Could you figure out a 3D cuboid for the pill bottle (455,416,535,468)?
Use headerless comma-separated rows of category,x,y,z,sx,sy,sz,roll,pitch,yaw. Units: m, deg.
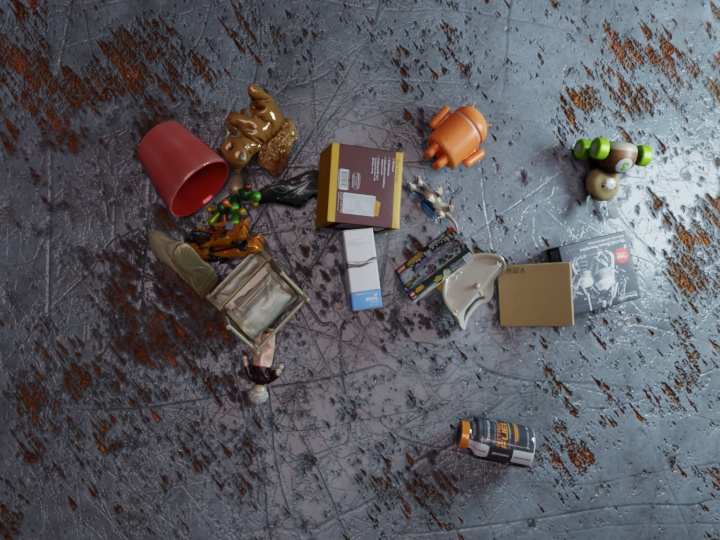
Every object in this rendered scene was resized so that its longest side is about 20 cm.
pill bottle,0.352,0.450,1.695,0.194,0.106,0.110,11,86,-3

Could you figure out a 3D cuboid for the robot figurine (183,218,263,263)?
robot figurine,-0.356,-0.076,1.662,0.195,0.146,0.060,-6,57,23

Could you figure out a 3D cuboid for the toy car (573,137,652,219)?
toy car,0.670,-0.245,1.741,0.159,0.158,0.206,6,98,-13

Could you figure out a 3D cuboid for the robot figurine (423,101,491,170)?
robot figurine,0.262,-0.358,1.733,0.199,0.117,0.144,-42,55,-4

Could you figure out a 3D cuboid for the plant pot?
plant pot,-0.467,-0.271,1.658,0.200,0.201,0.178,-43,81,-5

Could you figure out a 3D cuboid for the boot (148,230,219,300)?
boot,-0.465,-0.015,1.685,0.153,0.202,0.073,23,65,38

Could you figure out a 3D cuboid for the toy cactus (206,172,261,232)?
toy cactus,-0.339,-0.187,1.690,0.101,0.198,0.169,23,50,-34

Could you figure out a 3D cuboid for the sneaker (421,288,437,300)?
sneaker,0.211,0.002,1.730,0.200,0.071,0.073,-44,90,-5

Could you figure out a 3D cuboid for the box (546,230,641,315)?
box,0.629,0.008,1.737,0.194,0.104,0.188,-13,89,-3

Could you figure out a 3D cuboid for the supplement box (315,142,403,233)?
supplement box,-0.004,-0.211,1.678,0.194,0.132,0.204,5,86,-18

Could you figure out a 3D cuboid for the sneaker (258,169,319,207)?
sneaker,-0.191,-0.205,1.718,0.195,0.075,0.081,-19,90,-4

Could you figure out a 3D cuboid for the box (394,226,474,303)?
box,0.190,-0.017,1.679,0.198,0.138,0.040,-39,117,7

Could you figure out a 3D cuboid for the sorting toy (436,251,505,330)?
sorting toy,0.290,0.068,1.686,0.200,0.181,0.106,-46,51,-14

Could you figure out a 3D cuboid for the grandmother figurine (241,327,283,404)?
grandmother figurine,-0.258,0.253,1.700,0.118,0.060,0.206,8,89,25

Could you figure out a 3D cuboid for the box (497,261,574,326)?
box,0.465,0.066,1.711,0.195,0.021,0.169,-3,91,28

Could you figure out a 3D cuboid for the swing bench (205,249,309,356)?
swing bench,-0.267,0.071,1.655,0.199,0.200,0.130,-45,126,-5

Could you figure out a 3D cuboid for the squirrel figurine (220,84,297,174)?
squirrel figurine,-0.267,-0.337,1.676,0.197,0.141,0.190,32,64,-18

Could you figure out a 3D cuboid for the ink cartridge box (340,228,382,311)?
ink cartridge box,0.000,0.000,1.681,0.082,0.145,0.207,-7,88,-5

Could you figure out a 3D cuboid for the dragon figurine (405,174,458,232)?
dragon figurine,0.204,-0.179,1.746,0.059,0.099,0.200,-45,109,-6
